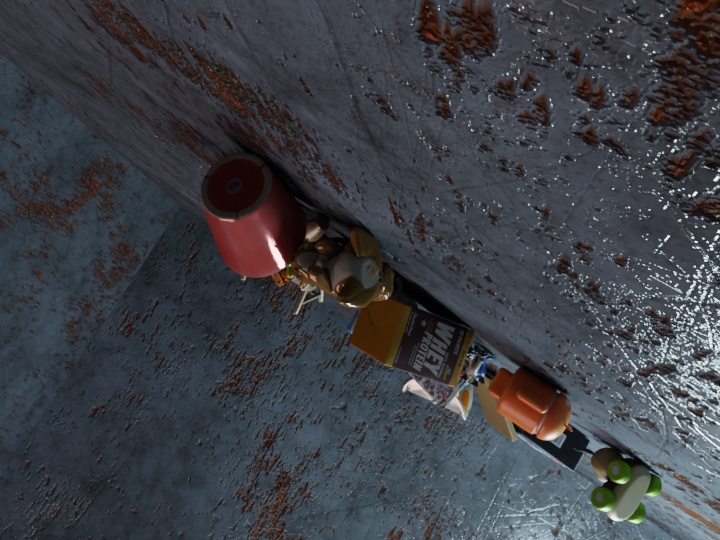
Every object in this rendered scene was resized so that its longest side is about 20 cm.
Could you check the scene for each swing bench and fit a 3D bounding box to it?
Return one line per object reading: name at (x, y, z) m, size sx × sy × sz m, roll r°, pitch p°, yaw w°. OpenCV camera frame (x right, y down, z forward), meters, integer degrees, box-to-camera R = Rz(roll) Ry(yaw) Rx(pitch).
swing bench at (-0.179, -0.036, 1.622) m, size 0.196 × 0.204 × 0.129 m, roll 30°, pitch -152°, yaw 23°

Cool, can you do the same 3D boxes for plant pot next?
plant pot at (-0.215, -0.117, 1.241) m, size 0.198 × 0.202 × 0.178 m, roll 30°, pitch 163°, yaw 22°

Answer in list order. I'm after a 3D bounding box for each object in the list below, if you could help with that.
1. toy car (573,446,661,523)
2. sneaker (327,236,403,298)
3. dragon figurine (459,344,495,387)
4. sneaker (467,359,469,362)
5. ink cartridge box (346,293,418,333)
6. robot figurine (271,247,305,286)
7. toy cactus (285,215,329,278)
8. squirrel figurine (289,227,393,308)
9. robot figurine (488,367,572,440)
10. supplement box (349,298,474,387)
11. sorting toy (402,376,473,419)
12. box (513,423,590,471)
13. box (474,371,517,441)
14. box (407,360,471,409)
toy car at (0.649, 0.534, 1.684) m, size 0.162 × 0.161 × 0.200 m, roll 26°, pitch -172°, yaw -27°
sneaker at (0.000, 0.000, 1.407) m, size 0.198 × 0.076 × 0.079 m, roll 35°, pitch 175°, yaw -3°
dragon figurine at (0.294, 0.225, 1.575) m, size 0.058 × 0.102 × 0.199 m, roll 27°, pitch -170°, yaw 24°
sneaker at (0.233, 0.216, 1.740) m, size 0.197 × 0.072 × 0.073 m, roll 31°, pitch 172°, yaw 21°
ink cartridge box at (0.053, 0.122, 1.657) m, size 0.083 × 0.147 × 0.200 m, roll 33°, pitch 173°, yaw -14°
robot figurine at (-0.193, -0.078, 1.459) m, size 0.057 × 0.144 × 0.204 m, roll -16°, pitch 106°, yaw 46°
toy cactus at (-0.129, -0.074, 1.367) m, size 0.100 × 0.206 × 0.164 m, roll -4°, pitch 164°, yaw -39°
squirrel figurine at (-0.039, 0.005, 1.257) m, size 0.183 × 0.146 × 0.198 m, roll 0°, pitch 170°, yaw 38°
robot figurine at (0.384, 0.298, 1.434) m, size 0.197 × 0.116 × 0.146 m, roll 31°, pitch 137°, yaw 21°
supplement box at (0.114, 0.152, 1.466) m, size 0.196 × 0.136 × 0.196 m, roll 21°, pitch 179°, yaw -26°
sorting toy at (0.244, 0.293, 1.824) m, size 0.196 × 0.180 × 0.109 m, roll 20°, pitch 130°, yaw 22°
box at (0.538, 0.475, 1.897) m, size 0.198 × 0.105 × 0.182 m, roll 36°, pitch 173°, yaw -7°
box at (0.386, 0.384, 1.888) m, size 0.205 × 0.021 × 0.163 m, roll 69°, pitch 168°, yaw -13°
box at (0.195, 0.247, 1.710) m, size 0.200 × 0.138 × 0.040 m, roll 44°, pitch -156°, yaw 17°
